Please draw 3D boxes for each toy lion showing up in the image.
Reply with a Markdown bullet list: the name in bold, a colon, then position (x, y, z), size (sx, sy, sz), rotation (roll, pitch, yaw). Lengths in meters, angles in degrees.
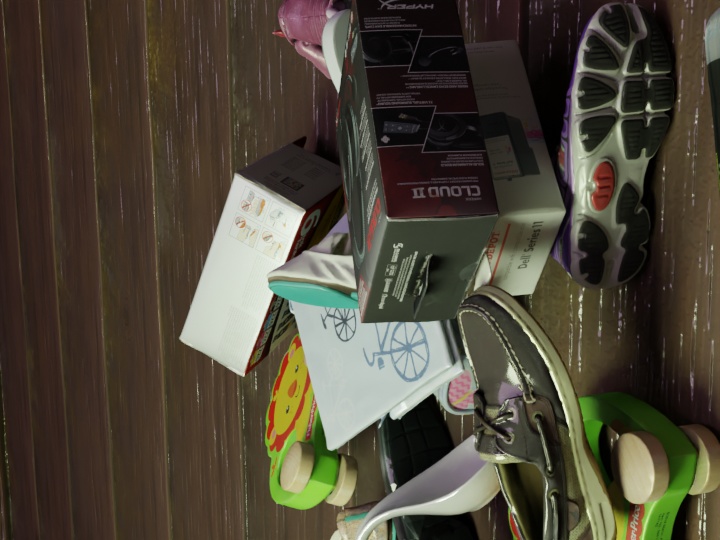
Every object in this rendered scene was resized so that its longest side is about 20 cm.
- **toy lion**: position (0.175, 0.183, 0.813), size (0.192, 0.068, 0.202), rotation (-145, 55, -61)
- **toy lion**: position (-0.057, 0.150, 1.124), size (0.192, 0.068, 0.201), rotation (-39, 37, 58)

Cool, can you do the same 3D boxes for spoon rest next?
- **spoon rest**: position (0.058, 0.200, 0.922), size (0.200, 0.061, 0.099), rotation (-49, 4, 10)

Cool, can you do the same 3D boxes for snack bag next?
- **snack bag**: position (0.004, 0.043, 0.935), size (0.200, 0.021, 0.190), rotation (-43, 55, 44)

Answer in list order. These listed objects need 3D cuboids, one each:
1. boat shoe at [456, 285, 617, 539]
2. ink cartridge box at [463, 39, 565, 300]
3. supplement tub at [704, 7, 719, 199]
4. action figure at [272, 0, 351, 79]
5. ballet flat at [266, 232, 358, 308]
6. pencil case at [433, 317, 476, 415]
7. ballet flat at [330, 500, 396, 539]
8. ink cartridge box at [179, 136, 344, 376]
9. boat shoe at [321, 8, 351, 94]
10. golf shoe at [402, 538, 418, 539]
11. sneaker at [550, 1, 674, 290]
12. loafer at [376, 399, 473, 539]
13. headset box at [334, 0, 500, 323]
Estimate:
- **boat shoe**: position (0.109, 0.109, 0.719), size (0.201, 0.065, 0.073), rotation (65, 155, -5)
- **ink cartridge box**: position (0.098, -0.058, 0.809), size (0.117, 0.067, 0.201), rotation (97, 166, -59)
- **supplement tub**: position (0.252, -0.047, 0.568), size (0.122, 0.122, 0.202), rotation (-4, 92, 59)
- **action figure**: position (-0.020, -0.223, 0.978), size (0.199, 0.148, 0.135), rotation (5, 105, 43)
- **ballet flat**: position (0.000, 0.000, 0.882), size (0.199, 0.069, 0.070), rotation (5, 101, 50)
- **pencil case**: position (0.057, 0.037, 0.950), size (0.200, 0.083, 0.091), rotation (49, 148, 43)
- **ballet flat**: position (-0.004, 0.303, 1.085), size (0.068, 0.067, 0.201), rotation (-104, 12, -52)
- **ink cartridge box**: position (-0.088, -0.021, 1.124), size (0.083, 0.176, 0.201), rotation (28, 118, 10)
- **boat shoe**: position (0.018, -0.130, 0.910), size (0.056, 0.069, 0.200), rotation (7, 142, 48)
- **golf shoe**: position (0.084, 0.285, 0.855), size (0.199, 0.092, 0.073), rotation (28, 114, 8)
- **sneaker**: position (0.160, -0.088, 0.763), size (0.083, 0.080, 0.202), rotation (-141, 52, -59)
- **loafer**: position (0.050, 0.211, 1.012), size (0.072, 0.072, 0.202), rotation (-36, 64, 61)
- **headset box**: position (0.034, -0.067, 0.750), size (0.149, 0.077, 0.201), rotation (103, 163, -62)
